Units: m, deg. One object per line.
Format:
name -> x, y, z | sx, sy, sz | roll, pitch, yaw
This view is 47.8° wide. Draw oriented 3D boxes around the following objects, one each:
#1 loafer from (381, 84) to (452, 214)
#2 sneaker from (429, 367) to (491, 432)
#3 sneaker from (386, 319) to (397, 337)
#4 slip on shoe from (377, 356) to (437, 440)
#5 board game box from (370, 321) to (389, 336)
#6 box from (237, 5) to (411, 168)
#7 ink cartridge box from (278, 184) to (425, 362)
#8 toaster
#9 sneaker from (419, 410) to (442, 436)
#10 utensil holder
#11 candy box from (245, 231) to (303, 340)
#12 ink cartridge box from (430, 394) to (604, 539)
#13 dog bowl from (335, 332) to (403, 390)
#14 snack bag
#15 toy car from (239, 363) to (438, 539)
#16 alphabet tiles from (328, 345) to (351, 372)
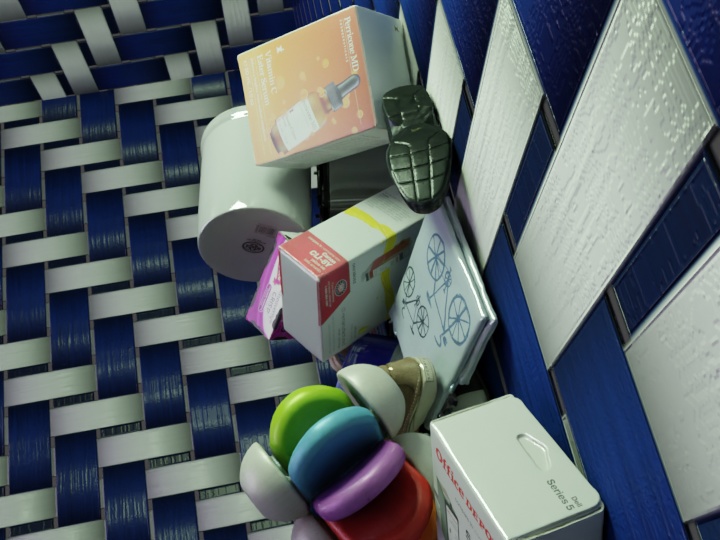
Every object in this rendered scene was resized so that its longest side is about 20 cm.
loafer -> 0.066, -0.125, 0.903 | 0.201, 0.072, 0.072 | -91, -10, -45
sneaker -> 0.108, 0.189, 0.913 | 0.074, 0.088, 0.201 | 103, 158, -82
sneaker -> 0.071, 0.065, 1.228 | 0.201, 0.073, 0.082 | 70, -164, 11
slip on shoe -> 0.030, 0.173, 0.897 | 0.201, 0.060, 0.076 | 107, 155, -43
board game box -> 0.052, 0.090, 1.313 | 0.151, 0.036, 0.201 | 41, -151, -52
box -> -0.043, -0.228, 1.048 | 0.106, 0.199, 0.153 | -7, -94, -54
ink cartridge box -> 0.000, 0.000, 1.038 | 0.083, 0.200, 0.146 | 35, 142, 34
toaster -> -0.012, -0.170, 1.215 | 0.200, 0.118, 0.182 | 115, 153, -82
sneaker -> 0.089, 0.185, 1.020 | 0.200, 0.079, 0.096 | -65, -26, -63
utensil holder -> -0.152, -0.108, 1.174 | 0.170, 0.169, 0.201 | 86, 180, -52
candy box -> -0.048, 0.022, 1.127 | 0.061, 0.200, 0.137 | 36, 113, 34
ink cartridge box -> 0.126, 0.230, 0.676 | 0.146, 0.084, 0.201 | -127, 25, -57
dog bowl -> 0.021, 0.186, 1.078 | 0.200, 0.078, 0.201 | 12, -90, -77
snack bag -> 0.084, 0.051, 0.894 | 0.189, 0.021, 0.201 | -107, 26, -43
toy car -> -0.002, 0.198, 0.756 | 0.200, 0.175, 0.150 | 55, 167, -10
alphabet tiles -> -0.035, 0.100, 1.247 | 0.195, 0.015, 0.200 | 33, -162, -39
